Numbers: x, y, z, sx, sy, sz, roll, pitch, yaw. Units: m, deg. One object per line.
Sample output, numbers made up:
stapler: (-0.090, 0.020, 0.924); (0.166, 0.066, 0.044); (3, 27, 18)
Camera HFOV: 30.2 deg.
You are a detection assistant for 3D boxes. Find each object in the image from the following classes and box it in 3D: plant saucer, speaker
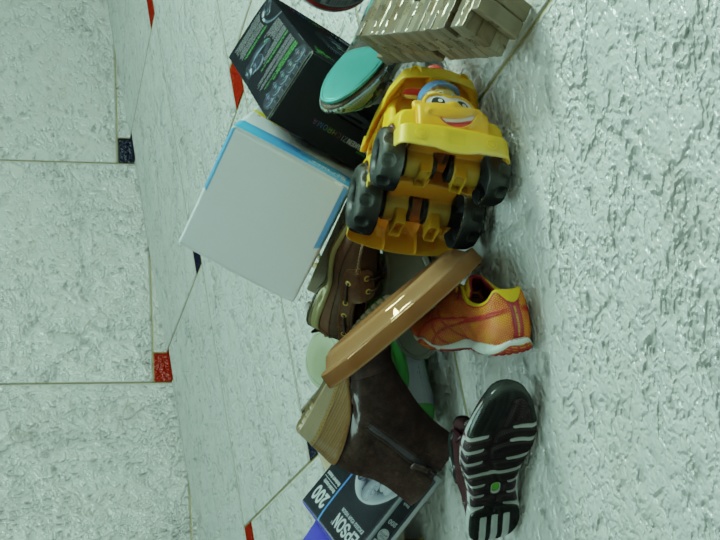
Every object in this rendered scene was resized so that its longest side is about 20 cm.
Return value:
plant saucer: (0.037, 0.042, 1.335); (0.032, 0.200, 0.200); (49, 159, 0)
speaker: (0.031, 0.087, 1.578); (0.089, 0.087, 0.203); (125, 136, -65)

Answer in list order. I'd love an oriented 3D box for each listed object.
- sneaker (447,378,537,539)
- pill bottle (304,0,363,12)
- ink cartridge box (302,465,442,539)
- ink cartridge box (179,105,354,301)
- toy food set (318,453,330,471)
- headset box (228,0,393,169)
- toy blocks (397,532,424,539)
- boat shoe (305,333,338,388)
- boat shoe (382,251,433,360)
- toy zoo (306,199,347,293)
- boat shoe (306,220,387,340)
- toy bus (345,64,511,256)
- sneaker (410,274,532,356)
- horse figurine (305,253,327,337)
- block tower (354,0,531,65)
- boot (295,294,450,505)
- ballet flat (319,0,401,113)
sneaker: (0.118, 0.166, 1.340); (0.116, 0.075, 0.202); (-113, 23, -51)
pill bottle: (-0.011, -0.379, 1.502); (0.200, 0.114, 0.118); (145, 117, -70)
ink cartridge box: (-0.005, 0.291, 1.635); (0.201, 0.043, 0.198); (-53, 21, -2)
ink cartridge box: (-0.095, -0.084, 1.523); (0.148, 0.145, 0.200); (-62, 2, 16)
toy food set: (-0.029, 0.221, 1.862); (0.144, 0.060, 0.202); (-116, 27, -48)
headset box: (-0.037, -0.203, 1.519); (0.093, 0.173, 0.200); (-54, 31, 15)
toy blocks: (0.029, 0.391, 1.705); (0.137, 0.098, 0.203); (141, 123, -83)
boat shoe: (-0.010, 0.128, 1.752); (0.199, 0.065, 0.076); (13, 87, 63)
boat shoe: (0.061, 0.000, 1.530); (0.063, 0.072, 0.203); (-7, -96, -64)
toy zoo: (-0.013, -0.069, 1.607); (0.200, 0.020, 0.132); (-69, 4, -63)
boat shoe: (0.000, 0.001, 1.496); (0.067, 0.072, 0.201); (33, 131, 15)
toy bus: (0.068, -0.135, 1.341); (0.200, 0.134, 0.194); (120, 157, -60)
sneaker: (0.112, 0.043, 1.336); (0.199, 0.072, 0.078); (-6, 90, 62)
horse figurine: (-0.014, 0.054, 1.676); (0.200, 0.050, 0.134); (44, -160, -51)
block tower: (0.071, -0.235, 1.268); (0.199, 0.058, 0.055); (8, 69, 58)
boot: (0.041, 0.144, 1.487); (0.201, 0.165, 0.072); (-58, 8, 12)
ballet flat: (0.017, -0.217, 1.410); (0.075, 0.074, 0.201); (110, -174, -55)
